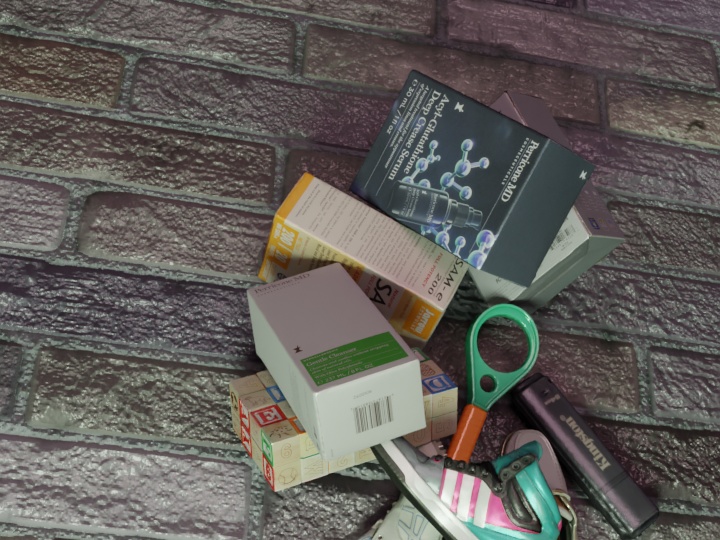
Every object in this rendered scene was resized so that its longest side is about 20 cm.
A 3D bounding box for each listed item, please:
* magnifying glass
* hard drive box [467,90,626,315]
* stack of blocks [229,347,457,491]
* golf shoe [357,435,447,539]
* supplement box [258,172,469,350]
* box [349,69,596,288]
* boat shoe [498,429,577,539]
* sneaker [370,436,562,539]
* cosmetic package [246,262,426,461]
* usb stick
[{"bbox_3d":[0.130,0.127,1.288,0.080,0.022,0.200,28,72,-10],"label":"magnifying glass"},{"bbox_3d":[0.175,-0.073,1.361,0.077,0.156,0.200,2,55,-48],"label":"hard drive box"},{"bbox_3d":[-0.017,0.137,1.219,0.200,0.059,0.115,-14,32,-21],"label":"stack of blocks"},{"bbox_3d":[0.043,0.249,1.190,0.097,0.078,0.200,4,57,-5],"label":"golf shoe"},{"bbox_3d":[0.000,0.000,1.298,0.200,0.126,0.074,29,56,5],"label":"supplement box"},{"bbox_3d":[0.114,-0.097,1.279,0.200,0.148,0.107,33,10,37],"label":"box"},{"bbox_3d":[0.186,0.247,1.229,0.075,0.068,0.200,2,59,-14],"label":"boat shoe"},{"bbox_3d":[0.111,0.192,1.134,0.121,0.084,0.200,-44,81,-12],"label":"sneaker"},{"bbox_3d":[-0.027,0.083,1.168,0.108,0.085,0.200,-18,34,-17],"label":"cosmetic package"},{"bbox_3d":[0.237,0.195,1.295,0.055,0.033,0.200,-29,70,-27],"label":"usb stick"}]
